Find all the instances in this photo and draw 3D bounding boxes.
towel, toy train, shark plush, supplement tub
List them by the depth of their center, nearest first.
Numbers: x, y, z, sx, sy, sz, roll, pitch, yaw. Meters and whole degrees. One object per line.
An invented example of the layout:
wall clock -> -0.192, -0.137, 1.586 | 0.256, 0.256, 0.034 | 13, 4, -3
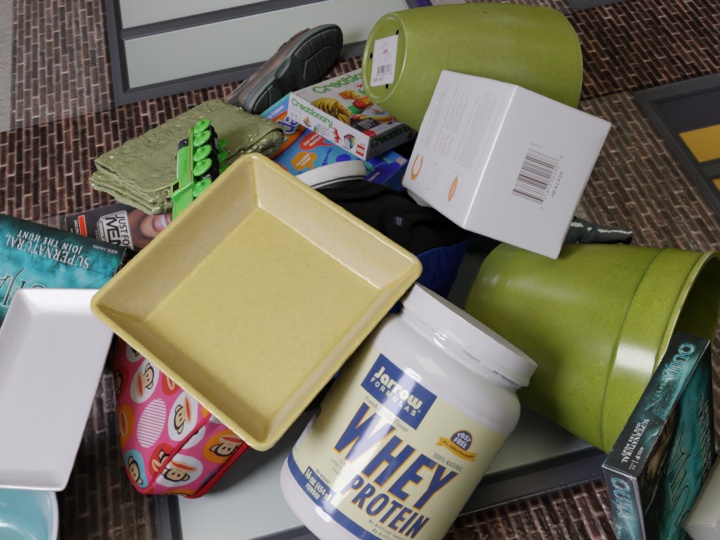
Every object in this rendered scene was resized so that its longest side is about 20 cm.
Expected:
supplement tub -> 0.040, 0.127, 0.706 | 0.144, 0.145, 0.201 | 34, 94, 28
toy train -> -0.162, -0.089, 0.862 | 0.056, 0.042, 0.201 | -31, 35, 11
shark plush -> 0.187, -0.054, 0.929 | 0.198, 0.084, 0.091 | 27, 57, 24
towel -> -0.196, -0.131, 0.983 | 0.147, 0.037, 0.199 | 28, 52, 38

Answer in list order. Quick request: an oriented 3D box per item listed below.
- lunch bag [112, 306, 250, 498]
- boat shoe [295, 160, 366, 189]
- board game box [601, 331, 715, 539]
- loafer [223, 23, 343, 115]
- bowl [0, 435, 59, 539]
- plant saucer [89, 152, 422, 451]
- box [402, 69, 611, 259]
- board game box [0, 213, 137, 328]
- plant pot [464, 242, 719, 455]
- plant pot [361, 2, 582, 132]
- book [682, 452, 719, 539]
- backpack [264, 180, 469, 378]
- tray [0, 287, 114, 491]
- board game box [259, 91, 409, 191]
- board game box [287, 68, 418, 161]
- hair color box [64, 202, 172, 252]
lunch bag -> -0.151, 0.084, 0.785 | 0.081, 0.176, 0.201 | 19, 35, -37
boat shoe -> -0.072, -0.062, 0.915 | 0.198, 0.071, 0.064 | -24, 92, -28
board game box -> 0.240, 0.166, 0.675 | 0.028, 0.202, 0.136 | 15, 51, 38
loafer -> -0.102, -0.266, 1.134 | 0.062, 0.072, 0.200 | 24, 58, 29
bowl -> -0.331, 0.248, 0.709 | 0.197, 0.106, 0.203 | -2, 50, 3
plant saucer -> -0.082, 0.023, 0.705 | 0.199, 0.049, 0.200 | 34, 67, 21
box -> 0.125, -0.105, 0.803 | 0.096, 0.126, 0.200 | 17, 12, -17
board game box -> -0.324, 0.024, 0.872 | 0.198, 0.028, 0.137 | 13, 80, 28
plant pot -> 0.201, 0.058, 0.784 | 0.191, 0.202, 0.201 | 17, 53, 31
plant pot -> 0.108, -0.215, 0.952 | 0.198, 0.188, 0.189 | 4, 44, -31
book -> 0.362, 0.181, 0.717 | 0.134, 0.048, 0.200 | 48, 61, -7
backpack -> 0.000, 0.000, 0.852 | 0.161, 0.170, 0.199 | 31, 27, 22
tray -> -0.274, 0.099, 0.745 | 0.106, 0.022, 0.202 | 2, 50, 4
board game box -> -0.063, -0.119, 1.025 | 0.199, 0.045, 0.152 | 33, 60, 27
board game box -> 0.023, -0.202, 1.055 | 0.125, 0.035, 0.199 | 32, 41, 26
hair color box -> -0.217, -0.033, 0.956 | 0.197, 0.062, 0.102 | -16, 51, -10
